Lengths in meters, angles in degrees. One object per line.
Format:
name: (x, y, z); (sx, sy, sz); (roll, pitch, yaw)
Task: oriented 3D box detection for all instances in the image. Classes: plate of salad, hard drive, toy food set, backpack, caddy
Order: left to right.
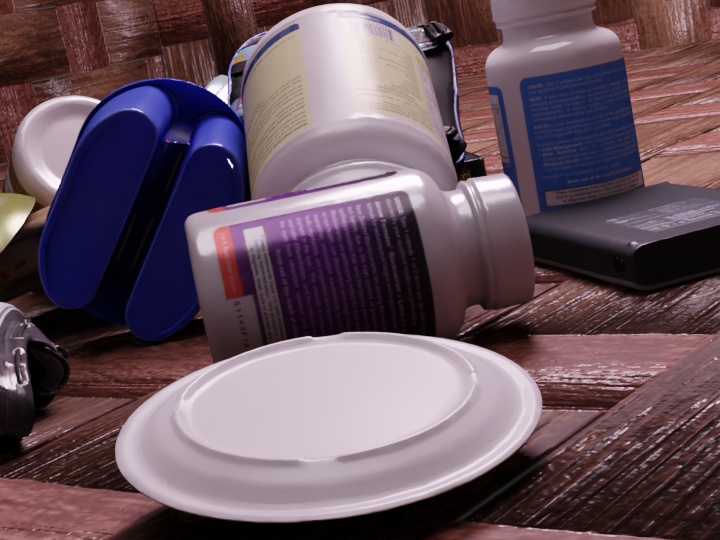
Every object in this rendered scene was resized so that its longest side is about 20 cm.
toy food set: (-0.224, -0.018, 1.222); (0.198, 0.049, 0.200); (-24, -14, 12)
caddy: (-0.160, -0.045, 1.087); (0.141, 0.200, 0.105); (23, 14, -9)
plate of salad: (-0.014, 0.077, 0.678); (0.200, 0.048, 0.200); (-6, 20, 2)
backpack: (-0.018, -0.124, 1.254); (0.200, 0.135, 0.183); (2, 50, -7)
hard drive: (0.209, -0.029, 1.025); (0.139, 0.033, 0.200); (-14, 11, -15)

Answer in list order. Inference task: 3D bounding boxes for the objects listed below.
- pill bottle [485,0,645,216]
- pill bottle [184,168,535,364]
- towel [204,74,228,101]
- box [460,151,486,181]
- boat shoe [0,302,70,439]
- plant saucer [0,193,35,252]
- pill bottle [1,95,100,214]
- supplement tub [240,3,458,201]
pill bottle: (0.163, -0.133, 1.163); (0.112, 0.200, 0.112); (-11, 11, 2)
pill bottle: (0.000, 0.000, 0.885); (0.200, 0.112, 0.111); (-12, 11, -5)
towel: (-0.095, -0.099, 1.343); (0.171, 0.048, 0.200); (22, 43, 6)
box: (0.015, -0.080, 1.457); (0.200, 0.046, 0.159); (-13, 12, -8)
boat shoe: (-0.220, 0.065, 0.920); (0.066, 0.070, 0.200); (5, 6, -6)
plant saucer: (-0.341, 0.005, 1.155); (0.200, 0.031, 0.200); (-39, 19, 16)
pill bottle: (-0.272, -0.063, 1.324); (0.114, 0.114, 0.200); (-17, -18, -26)
supplement tub: (-0.009, -0.080, 1.029); (0.145, 0.145, 0.200); (-11, 44, 2)
